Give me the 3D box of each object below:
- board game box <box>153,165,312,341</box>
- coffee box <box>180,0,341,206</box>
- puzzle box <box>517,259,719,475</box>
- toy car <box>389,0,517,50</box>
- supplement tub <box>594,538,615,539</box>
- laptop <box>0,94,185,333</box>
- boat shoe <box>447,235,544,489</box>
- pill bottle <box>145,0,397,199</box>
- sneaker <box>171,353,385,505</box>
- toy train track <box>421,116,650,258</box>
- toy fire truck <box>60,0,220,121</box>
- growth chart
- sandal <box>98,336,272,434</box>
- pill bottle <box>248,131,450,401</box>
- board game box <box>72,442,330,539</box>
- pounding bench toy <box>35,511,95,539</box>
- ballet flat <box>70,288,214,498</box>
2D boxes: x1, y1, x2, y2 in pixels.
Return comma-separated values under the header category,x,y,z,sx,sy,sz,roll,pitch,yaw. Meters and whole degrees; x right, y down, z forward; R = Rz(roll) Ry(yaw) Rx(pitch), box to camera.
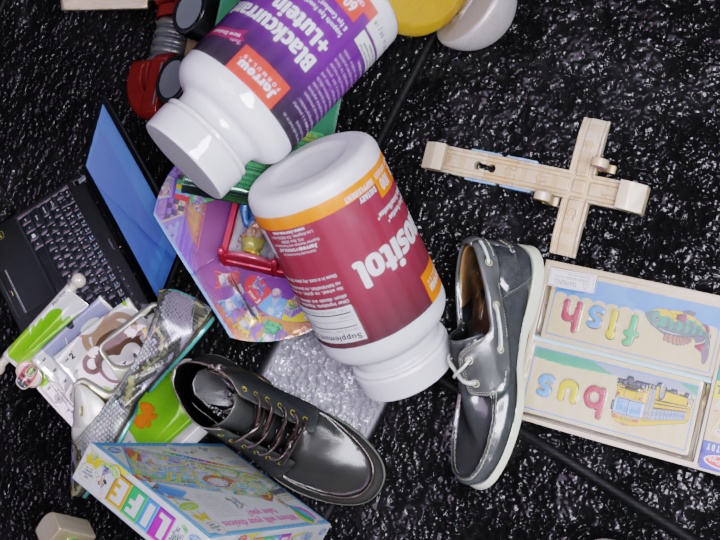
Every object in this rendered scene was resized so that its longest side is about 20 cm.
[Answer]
category,x,y,z,sx,sy,sz,roll,pitch,yaw
board game box,-0.083,-0.042,1.080,0.157,0.039,0.201,-32,80,-8
coffee box,-0.076,-0.154,1.063,0.122,0.044,0.202,11,78,-8
puzzle box,0.224,0.076,0.968,0.198,0.025,0.134,12,89,27
toy car,0.068,-0.297,1.039,0.201,0.174,0.150,-54,29,10
supplement tub,0.173,0.311,0.896,0.140,0.140,0.201,35,98,25
laptop,-0.269,-0.027,1.175,0.199,0.103,0.178,-32,69,0
boat shoe,0.094,0.073,0.998,0.072,0.067,0.202,2,82,58
pill bottle,-0.073,-0.157,0.982,0.111,0.112,0.200,36,78,25
sneaker,-0.072,0.139,1.033,0.199,0.106,0.075,29,88,4
toy train track,0.138,-0.079,1.026,0.198,0.032,0.116,14,89,28
toy fire truck,-0.189,-0.222,1.170,0.199,0.128,0.178,6,81,44
growth chart,-0.222,0.098,1.118,0.200,0.018,0.145,40,97,8
sandal,-0.166,0.107,1.143,0.198,0.055,0.083,6,92,12
pill bottle,0.000,0.000,0.996,0.112,0.113,0.201,-16,115,23
board game box,-0.125,0.192,1.024,0.134,0.200,0.034,32,96,26
pounding bench toy,-0.251,0.331,1.090,0.155,0.124,0.202,15,90,40
ballet flat,-0.207,0.098,1.069,0.072,0.072,0.201,36,90,25
